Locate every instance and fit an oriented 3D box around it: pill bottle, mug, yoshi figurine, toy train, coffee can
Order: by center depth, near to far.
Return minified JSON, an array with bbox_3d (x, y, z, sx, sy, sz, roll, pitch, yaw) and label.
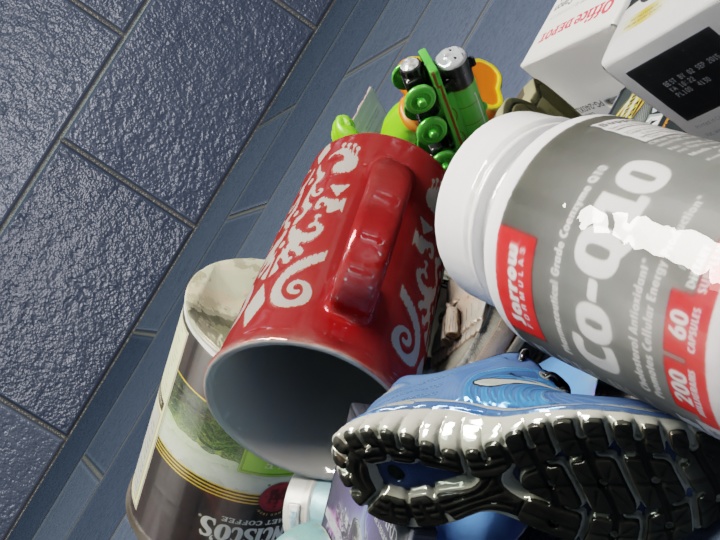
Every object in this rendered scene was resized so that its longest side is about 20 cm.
[{"bbox_3d":[0.126,-0.004,0.595,0.199,0.114,0.115,26,82,53],"label":"pill bottle"},{"bbox_3d":[0.006,0.008,0.872,0.177,0.133,0.201,-31,28,41],"label":"mug"},{"bbox_3d":[0.074,-0.076,0.958,0.056,0.201,0.042,-24,44,1],"label":"toy train"},{"bbox_3d":[-0.087,0.114,1.034,0.147,0.145,0.202,-80,9,-59],"label":"coffee can"},{"bbox_3d":[0.036,-0.094,1.094,0.112,0.112,0.201,-47,-10,-42],"label":"yoshi figurine"}]

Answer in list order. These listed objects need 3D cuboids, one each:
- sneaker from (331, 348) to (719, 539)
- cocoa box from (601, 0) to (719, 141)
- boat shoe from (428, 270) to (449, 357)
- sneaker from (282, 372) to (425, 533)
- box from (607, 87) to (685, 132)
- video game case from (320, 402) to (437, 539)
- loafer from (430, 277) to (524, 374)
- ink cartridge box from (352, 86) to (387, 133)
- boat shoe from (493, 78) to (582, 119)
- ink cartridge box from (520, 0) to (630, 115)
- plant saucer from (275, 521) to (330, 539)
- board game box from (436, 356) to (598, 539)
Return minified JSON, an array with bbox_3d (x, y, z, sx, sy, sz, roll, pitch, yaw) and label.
[{"bbox_3d":[0.086,0.072,0.645,0.198,0.079,0.089,2,34,29],"label":"sneaker"},{"bbox_3d":[0.231,-0.135,0.613,0.132,0.133,0.200,-61,14,-20],"label":"cocoa box"},{"bbox_3d":[0.054,0.014,1.036,0.093,0.075,0.200,-55,13,-18],"label":"boat shoe"},{"bbox_3d":[0.023,0.130,0.937,0.200,0.081,0.075,-52,-37,-52],"label":"sneaker"},{"bbox_3d":[0.176,-0.060,0.781,0.201,0.046,0.159,-57,11,-30],"label":"box"},{"bbox_3d":[-0.006,0.195,0.758,0.143,0.019,0.202,-122,44,-66],"label":"video game case"},{"bbox_3d":[0.080,0.013,0.898,0.072,0.063,0.200,-36,13,42],"label":"loafer"},{"bbox_3d":[-0.013,-0.045,1.214,0.050,0.200,0.163,16,66,29],"label":"ink cartridge box"},{"bbox_3d":[0.098,-0.061,0.814,0.069,0.075,0.200,-50,-1,19],"label":"boat shoe"},{"bbox_3d":[0.214,-0.212,0.955,0.201,0.083,0.145,-60,14,-13],"label":"ink cartridge box"},{"bbox_3d":[-0.050,0.249,0.803,0.200,0.027,0.203,-172,90,-74],"label":"plant saucer"},{"bbox_3d":[0.078,0.128,0.774,0.200,0.039,0.159,-37,17,49],"label":"board game box"}]
